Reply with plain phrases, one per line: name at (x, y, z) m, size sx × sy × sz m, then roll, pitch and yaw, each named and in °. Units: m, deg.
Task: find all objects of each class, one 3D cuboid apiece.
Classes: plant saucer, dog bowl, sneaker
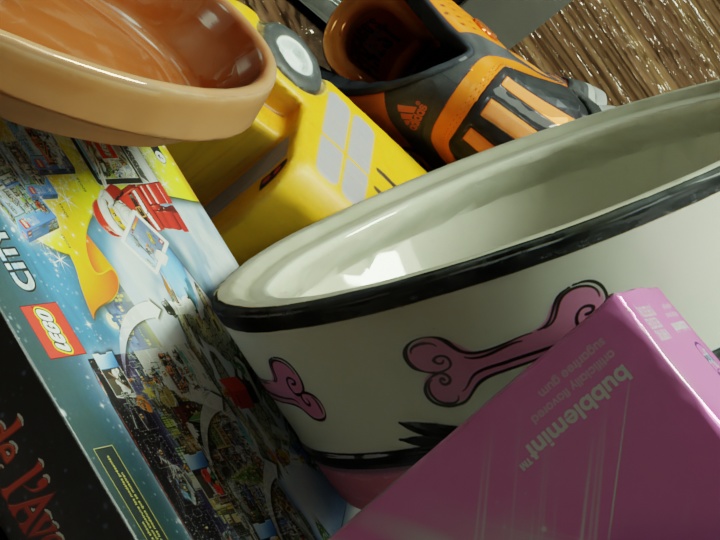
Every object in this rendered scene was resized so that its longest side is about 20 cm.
plant saucer at (-0.121, -0.091, 0.770) m, size 0.200 × 0.032 × 0.200 m, roll 26°, pitch 16°, yaw -8°
dog bowl at (0.060, 0.007, 0.750) m, size 0.074 × 0.199 × 0.200 m, roll 71°, pitch 23°, yaw -9°
sneaker at (0.036, -0.071, 0.975) m, size 0.112 × 0.078 × 0.200 m, roll 36°, pitch -3°, yaw -8°

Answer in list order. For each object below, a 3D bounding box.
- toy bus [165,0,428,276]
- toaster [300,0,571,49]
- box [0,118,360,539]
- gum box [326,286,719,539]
toy bus at (0.000, 0.000, 0.883) m, size 0.200 × 0.065 × 0.078 m, roll 42°, pitch 28°, yaw -21°
toaster at (0.035, -0.192, 1.068) m, size 0.200 × 0.181 × 0.119 m, roll 39°, pitch 30°, yaw -23°
box at (-0.075, 0.025, 0.753) m, size 0.200 × 0.038 × 0.136 m, roll 58°, pitch 25°, yaw 13°
gum box at (0.031, 0.111, 0.632) m, size 0.114 × 0.200 × 0.066 m, roll 51°, pitch 13°, yaw 10°
